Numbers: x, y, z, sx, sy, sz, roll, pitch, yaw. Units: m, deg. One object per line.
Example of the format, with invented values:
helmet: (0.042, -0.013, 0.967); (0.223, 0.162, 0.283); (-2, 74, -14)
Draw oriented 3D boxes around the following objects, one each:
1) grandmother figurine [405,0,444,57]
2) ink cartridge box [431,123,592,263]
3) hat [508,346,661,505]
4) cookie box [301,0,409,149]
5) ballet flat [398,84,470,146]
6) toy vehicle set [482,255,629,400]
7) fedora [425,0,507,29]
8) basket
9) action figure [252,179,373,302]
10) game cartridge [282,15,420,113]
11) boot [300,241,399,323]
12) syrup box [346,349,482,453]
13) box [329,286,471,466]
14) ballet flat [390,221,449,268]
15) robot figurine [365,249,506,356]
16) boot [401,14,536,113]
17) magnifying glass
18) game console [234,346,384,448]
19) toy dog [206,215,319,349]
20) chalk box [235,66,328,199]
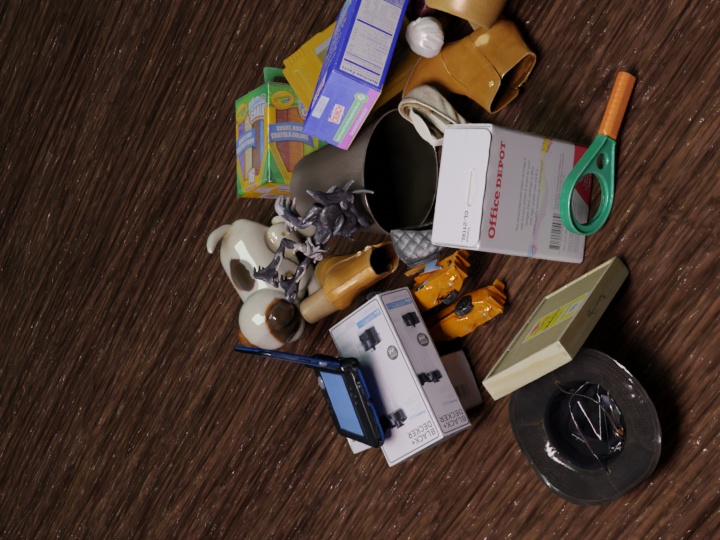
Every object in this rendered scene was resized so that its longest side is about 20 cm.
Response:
grandmother figurine: (0.090, -0.374, 1.668); (0.122, 0.060, 0.202); (80, -172, -53)
ink cartridge box: (0.188, -0.092, 1.472); (0.082, 0.198, 0.148); (9, 92, 48)
hat: (0.275, 0.171, 1.423); (0.199, 0.081, 0.203); (15, 115, 35)
cookie box: (-0.003, -0.294, 1.641); (0.171, 0.074, 0.202); (130, 159, -64)
ballet flat: (0.128, -0.169, 1.612); (0.200, 0.062, 0.068); (42, 144, 21)
toy vehicle set: (0.231, 0.065, 1.422); (0.027, 0.200, 0.124); (50, 133, -5)
fedora: (0.139, -0.366, 1.567); (0.200, 0.199, 0.083); (41, 117, 43)
basket: (-0.002, -0.130, 1.755); (0.199, 0.135, 0.183); (-5, 73, 53)
action figure: (-0.066, -0.059, 1.647); (0.200, 0.118, 0.102); (-50, 42, 20)
game cartridge: (-0.007, -0.305, 1.779); (0.199, 0.032, 0.177); (-36, 54, 4)
boot: (-0.001, 0.000, 1.731); (0.143, 0.201, 0.071); (-33, 100, 23)
syrup box: (0.064, 0.182, 1.668); (0.199, 0.078, 0.082); (-30, 77, 43)
box: (0.050, 0.138, 1.573); (0.116, 0.060, 0.202); (-34, 75, 43)
ballet flat: (0.130, -0.070, 1.575); (0.199, 0.067, 0.057); (-30, 102, 10)
robot figurine: (0.094, 0.052, 1.633); (0.199, 0.145, 0.059); (-31, 27, 42)
boot: (0.143, -0.254, 1.636); (0.202, 0.070, 0.145); (-49, 45, 26)
magnifying glass: (0.292, -0.140, 1.463); (0.022, 0.079, 0.202); (15, 87, 51)
game console: (-0.070, 0.163, 1.594); (0.173, 0.117, 0.200); (70, 165, -4)
toy dog: (-0.138, 0.023, 1.855); (0.139, 0.193, 0.202); (-29, 58, 30)
chalk box: (-0.117, -0.219, 1.887); (0.123, 0.123, 0.203); (-12, 78, 58)
